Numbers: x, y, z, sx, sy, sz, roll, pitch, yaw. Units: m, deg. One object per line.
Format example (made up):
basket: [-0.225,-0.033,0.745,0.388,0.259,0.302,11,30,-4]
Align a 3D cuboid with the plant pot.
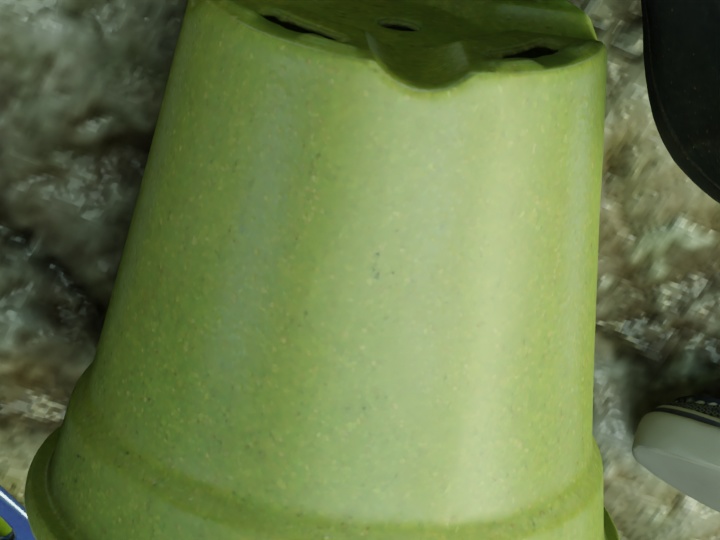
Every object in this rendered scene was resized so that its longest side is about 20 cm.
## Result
plant pot: [0.000,0.000,0.843,0.200,0.200,0.185,3,111,-12]

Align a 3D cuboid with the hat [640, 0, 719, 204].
hat: [0.166,-0.091,0.761,0.081,0.200,0.201,-24,133,-36]

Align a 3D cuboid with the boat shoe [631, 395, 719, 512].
boat shoe: [0.208,0.061,0.980,0.200,0.093,0.075,18,165,8]

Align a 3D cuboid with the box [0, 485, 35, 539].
box: [-0.209,0.118,0.955,0.200,0.048,0.122,-33,124,12]
